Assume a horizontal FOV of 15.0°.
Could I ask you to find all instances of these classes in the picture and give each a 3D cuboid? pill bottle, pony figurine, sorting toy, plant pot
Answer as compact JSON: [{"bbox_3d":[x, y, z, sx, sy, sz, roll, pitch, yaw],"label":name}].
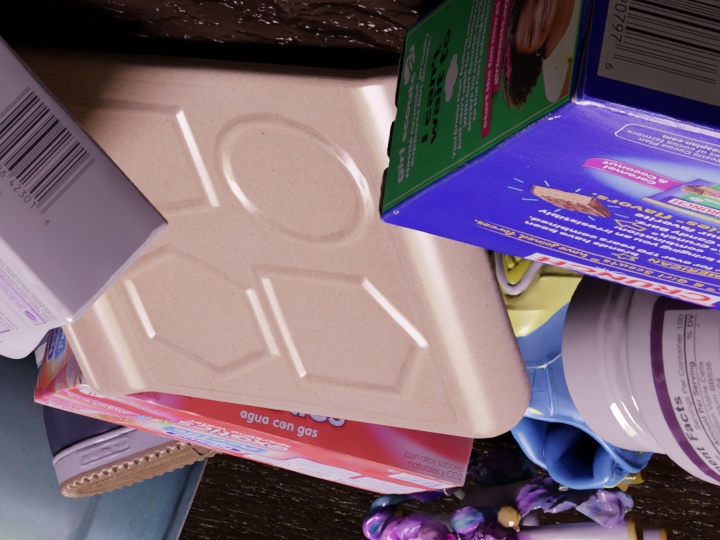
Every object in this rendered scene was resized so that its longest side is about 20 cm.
[{"bbox_3d":[0.172,0.028,1.036,0.112,0.113,0.200,21,166,-36],"label":"pill bottle"},{"bbox_3d":[0.077,0.155,1.675,0.199,0.167,0.193,-8,170,16],"label":"pony figurine"},{"bbox_3d":[-0.042,-0.015,1.082,0.199,0.037,0.185,3,134,26],"label":"sorting toy"},{"bbox_3d":[-0.196,0.100,1.570,0.195,0.201,0.200,22,167,-6],"label":"plant pot"}]

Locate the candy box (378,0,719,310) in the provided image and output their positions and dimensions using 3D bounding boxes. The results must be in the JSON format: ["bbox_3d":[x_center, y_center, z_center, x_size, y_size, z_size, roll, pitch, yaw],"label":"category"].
[{"bbox_3d":[0.113,-0.045,0.850,0.168,0.077,0.200,14,167,-14],"label":"candy box"}]

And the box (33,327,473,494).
[{"bbox_3d":[-0.046,0.041,1.341,0.199,0.095,0.103,16,167,-17],"label":"box"}]

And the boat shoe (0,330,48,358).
[{"bbox_3d":[-0.165,-0.012,1.303,0.065,0.074,0.200,20,156,-16],"label":"boat shoe"}]

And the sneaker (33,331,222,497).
[{"bbox_3d":[-0.080,0.040,1.467,0.199,0.109,0.070,-19,164,-2],"label":"sneaker"}]

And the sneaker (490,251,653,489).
[{"bbox_3d":[0.117,0.054,1.221,0.076,0.105,0.200,0,162,44],"label":"sneaker"}]

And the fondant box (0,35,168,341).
[{"bbox_3d":[-0.174,-0.040,1.046,0.144,0.058,0.200,49,155,-14],"label":"fondant box"}]
